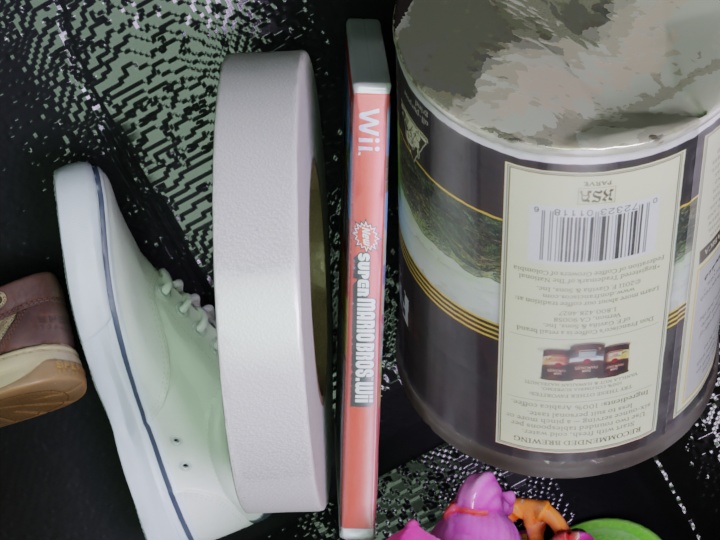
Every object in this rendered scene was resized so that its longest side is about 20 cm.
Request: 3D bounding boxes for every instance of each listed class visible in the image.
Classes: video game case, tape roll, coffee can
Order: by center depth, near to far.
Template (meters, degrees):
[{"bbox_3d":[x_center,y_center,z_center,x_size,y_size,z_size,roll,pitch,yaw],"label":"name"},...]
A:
[{"bbox_3d":[0.087,-0.031,1.043,0.146,0.147,0.200,1,137,2],"label":"coffee can"},{"bbox_3d":[-0.036,0.006,1.073,0.037,0.203,0.204,-3,106,3],"label":"tape roll"},{"bbox_3d":[0.000,0.000,1.099,0.017,0.143,0.201,1,107,-2],"label":"video game case"}]

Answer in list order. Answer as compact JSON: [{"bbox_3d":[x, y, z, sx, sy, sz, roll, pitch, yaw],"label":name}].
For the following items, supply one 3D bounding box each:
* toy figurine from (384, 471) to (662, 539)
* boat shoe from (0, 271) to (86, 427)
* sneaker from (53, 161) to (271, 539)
[{"bbox_3d":[0.063,0.159,1.088,0.150,0.201,0.184,6,150,30],"label":"toy figurine"},{"bbox_3d":[-0.226,0.048,1.169,0.199,0.072,0.072,-17,75,17],"label":"boat shoe"},{"bbox_3d":[-0.091,0.036,1.158,0.070,0.073,0.201,-17,114,-3],"label":"sneaker"}]
